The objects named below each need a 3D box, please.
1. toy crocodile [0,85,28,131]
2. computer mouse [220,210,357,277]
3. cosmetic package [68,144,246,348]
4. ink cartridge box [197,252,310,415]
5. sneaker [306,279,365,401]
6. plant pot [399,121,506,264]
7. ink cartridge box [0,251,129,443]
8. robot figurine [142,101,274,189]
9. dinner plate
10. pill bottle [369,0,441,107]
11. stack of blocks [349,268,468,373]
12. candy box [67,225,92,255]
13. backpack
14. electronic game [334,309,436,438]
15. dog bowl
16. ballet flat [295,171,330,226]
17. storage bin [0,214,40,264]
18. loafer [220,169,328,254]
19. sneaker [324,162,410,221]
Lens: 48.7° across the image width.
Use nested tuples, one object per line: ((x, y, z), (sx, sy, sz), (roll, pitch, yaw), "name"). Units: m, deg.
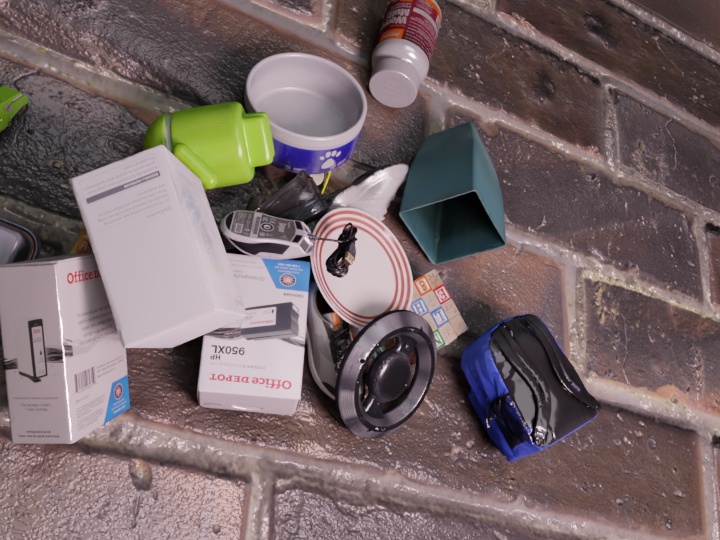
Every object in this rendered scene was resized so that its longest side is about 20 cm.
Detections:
((-0.519, -0.179, 1.044), (0.066, 0.063, 0.201), (19, 49, 18), "toy crocodile")
((-0.102, -0.040, 1.127), (0.195, 0.045, 0.111), (10, 37, -4), "computer mouse")
((-0.238, -0.019, 0.979), (0.120, 0.199, 0.204), (-19, 85, 0), "cosmetic package")
((-0.148, 0.089, 1.121), (0.141, 0.085, 0.205), (6, 67, -7), "ink cartridge box")
((-0.043, 0.108, 1.203), (0.073, 0.079, 0.204), (-19, 82, -36), "sneaker")
((0.164, -0.145, 1.374), (0.142, 0.139, 0.203), (50, 35, -40), "plant pot")
((-0.347, 0.084, 0.943), (0.082, 0.146, 0.206), (-2, 95, 11), "ink cartridge box")
((-0.226, -0.178, 1.158), (0.195, 0.176, 0.118), (-9, 110, 0), "robot figurine")
((0.000, 0.000, 1.225), (0.197, 0.024, 0.205), (21, 56, -33), "dinner plate")
((0.081, -0.408, 1.464), (0.108, 0.109, 0.204), (27, 59, -19), "pill bottle")
((0.069, 0.094, 1.287), (0.198, 0.058, 0.117), (-27, 85, -36), "stack of blocks")
((-0.334, -0.021, 1.093), (0.114, 0.055, 0.203), (31, 59, -19), "candy box")
((0.251, 0.188, 1.293), (0.160, 0.168, 0.203), (-19, 77, -37), "backpack")
((0.041, 0.156, 1.193), (0.197, 0.041, 0.205), (-18, 118, -37), "electronic game")
((-0.092, -0.254, 1.278), (0.195, 0.079, 0.204), (9, 51, -11), "dog bowl")
((-0.097, -0.106, 1.263), (0.066, 0.067, 0.203), (33, 58, -15), "ballet flat")
((-0.492, -0.021, 0.934), (0.197, 0.134, 0.149), (24, 78, -20), "storage bin")
((-0.148, -0.079, 1.191), (0.197, 0.073, 0.074), (-27, 86, -10), "loafer")
((0.015, -0.119, 1.345), (0.198, 0.074, 0.089), (-34, 103, -31), "sneaker")
